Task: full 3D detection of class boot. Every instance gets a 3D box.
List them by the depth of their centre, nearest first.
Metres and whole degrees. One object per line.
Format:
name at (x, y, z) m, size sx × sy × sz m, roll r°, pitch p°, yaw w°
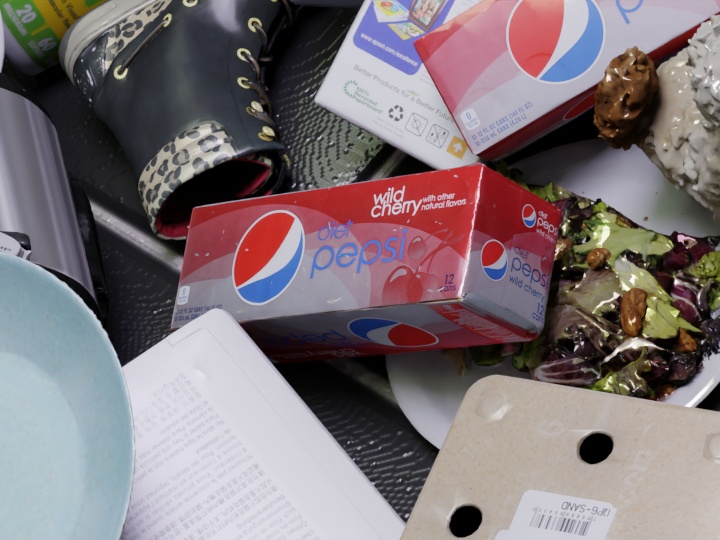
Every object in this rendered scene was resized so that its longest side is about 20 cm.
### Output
boot at (-0.058, -0.115, 1.391) m, size 0.203 × 0.074 × 0.154 m, roll -28°, pitch 53°, yaw 1°

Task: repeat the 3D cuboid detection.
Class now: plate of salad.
plate of salad at (0.100, 0.009, 1.216) m, size 0.199 × 0.048 × 0.201 m, roll -15°, pitch 48°, yaw 17°

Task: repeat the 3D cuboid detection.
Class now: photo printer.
photo printer at (-0.067, 0.136, 1.143) m, size 0.166 × 0.070 × 0.200 m, roll -35°, pitch 69°, yaw -20°

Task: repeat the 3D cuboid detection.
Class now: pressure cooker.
pressure cooker at (-0.226, 0.016, 1.296) m, size 0.178 × 0.176 × 0.201 m, roll -23°, pitch 59°, yaw 11°

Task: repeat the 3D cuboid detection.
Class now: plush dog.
plush dog at (0.204, -0.056, 1.162) m, size 0.199 × 0.162 × 0.172 m, roll 1°, pitch 23°, yaw -26°

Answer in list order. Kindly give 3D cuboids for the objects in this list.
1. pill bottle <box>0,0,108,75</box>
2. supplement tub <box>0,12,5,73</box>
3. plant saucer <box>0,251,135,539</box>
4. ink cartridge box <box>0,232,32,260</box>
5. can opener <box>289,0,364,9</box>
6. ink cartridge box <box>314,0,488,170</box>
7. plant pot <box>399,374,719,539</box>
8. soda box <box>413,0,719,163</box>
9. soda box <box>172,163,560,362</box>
pill bottle at (-0.140, -0.211, 1.479) m, size 0.199 × 0.111 × 0.111 m, roll -28°, pitch 46°, yaw 6°
supplement tub at (-0.299, -0.124, 1.435) m, size 0.141 × 0.140 × 0.200 m, roll -56°, pitch 24°, yaw -20°
plant saucer at (-0.179, 0.091, 1.069) m, size 0.199 × 0.039 × 0.203 m, roll -7°, pitch 72°, yaw 21°
ink cartridge box at (-0.256, 0.066, 1.165) m, size 0.144 × 0.201 × 0.084 m, roll 19°, pitch 18°, yaw -2°
can opener at (0.057, -0.175, 1.343) m, size 0.198 × 0.067 × 0.054 m, roll 3°, pitch 58°, yaw 1°
ink cartridge box at (0.063, -0.154, 1.297) m, size 0.094 × 0.037 × 0.201 m, roll 29°, pitch 98°, yaw 11°
plant pot at (0.109, 0.152, 1.007) m, size 0.199 × 0.177 × 0.201 m, roll 9°, pitch 58°, yaw 33°
soda box at (0.130, -0.132, 1.233) m, size 0.199 × 0.063 × 0.070 m, roll -31°, pitch 82°, yaw 10°
soda box at (0.000, 0.000, 1.219) m, size 0.199 × 0.063 × 0.071 m, roll -6°, pitch 66°, yaw 42°
